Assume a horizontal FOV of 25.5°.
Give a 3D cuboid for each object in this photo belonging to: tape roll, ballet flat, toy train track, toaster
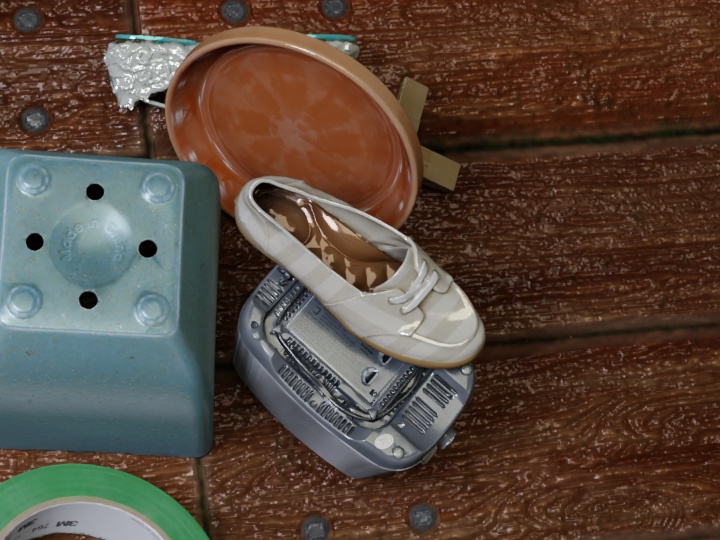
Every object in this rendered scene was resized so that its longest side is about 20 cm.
[{"bbox_3d":[-0.188,0.229,1.073,0.198,0.048,0.202,13,50,-16],"label":"tape roll"},{"bbox_3d":[-0.100,-0.150,1.237,0.197,0.072,0.073,-1,74,-5],"label":"ballet flat"},{"bbox_3d":[-0.012,-0.108,1.227,0.199,0.032,0.116,24,75,-27],"label":"toy train track"},{"bbox_3d":[-0.018,0.065,1.150,0.200,0.129,0.114,40,70,2],"label":"toaster"}]

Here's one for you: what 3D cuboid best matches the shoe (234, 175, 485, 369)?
[{"bbox_3d":[0.000,0.000,1.076,0.199,0.053,0.070,33,71,0],"label":"shoe"}]

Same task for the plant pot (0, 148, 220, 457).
[{"bbox_3d":[-0.188,0.010,1.097,0.193,0.200,0.199,3,73,-9],"label":"plant pot"}]

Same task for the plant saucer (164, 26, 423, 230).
[{"bbox_3d":[-0.047,-0.096,1.161,0.199,0.201,0.032,28,50,-1],"label":"plant saucer"}]
